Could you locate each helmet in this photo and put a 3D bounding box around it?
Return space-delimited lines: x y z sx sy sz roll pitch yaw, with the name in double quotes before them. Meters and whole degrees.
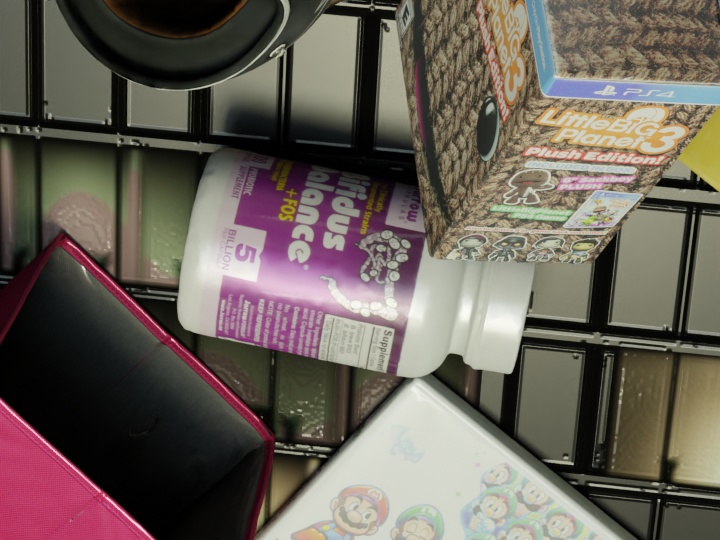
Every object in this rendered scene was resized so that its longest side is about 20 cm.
"helmet" -0.086 -0.201 1.224 0.199 0.201 0.191 -14 152 14

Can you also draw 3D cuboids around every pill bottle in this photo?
"pill bottle" 0.000 0.000 1.382 0.199 0.112 0.113 11 116 2

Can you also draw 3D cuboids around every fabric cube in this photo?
"fabric cube" -0.198 0.141 1.427 0.199 0.196 0.200 -41 105 22

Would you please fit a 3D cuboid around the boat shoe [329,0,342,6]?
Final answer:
"boat shoe" -0.044 -0.178 1.333 0.199 0.072 0.076 -23 94 15

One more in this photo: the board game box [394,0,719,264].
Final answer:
"board game box" 0.100 -0.118 1.232 0.096 0.160 0.200 1 154 -17

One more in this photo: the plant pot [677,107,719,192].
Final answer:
"plant pot" 0.276 -0.100 1.265 0.200 0.201 0.189 36 98 -10

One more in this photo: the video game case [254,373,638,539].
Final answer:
"video game case" 0.055 0.184 1.509 0.200 0.024 0.182 39 113 -10
